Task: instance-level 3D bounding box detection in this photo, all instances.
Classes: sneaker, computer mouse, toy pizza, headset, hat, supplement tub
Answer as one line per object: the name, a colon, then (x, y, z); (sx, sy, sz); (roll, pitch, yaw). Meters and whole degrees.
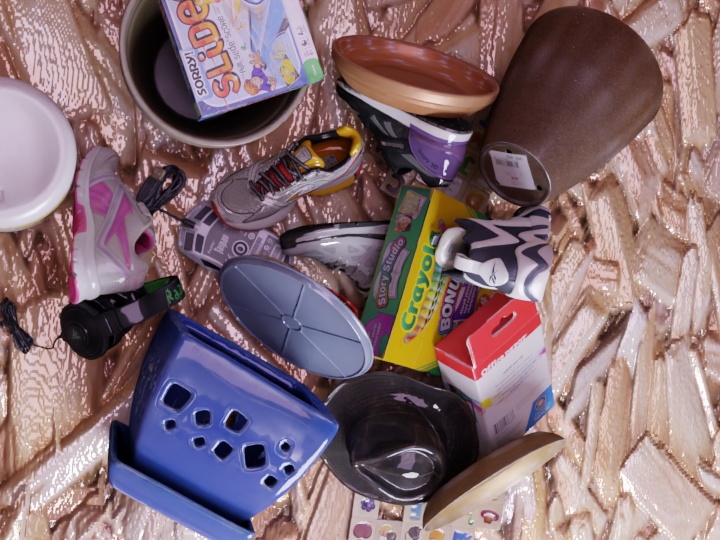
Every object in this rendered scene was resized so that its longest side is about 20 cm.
sneaker: (-0.083, -0.115, 1.206); (0.199, 0.082, 0.078); (-30, 75, -22)
sneaker: (0.000, 0.000, 1.237); (0.199, 0.076, 0.116); (-4, 93, -30)
computer mouse: (-0.173, -0.035, 1.219); (0.199, 0.044, 0.110); (29, 77, -9)
sneaker: (0.146, -0.034, 1.196); (0.129, 0.199, 0.080); (13, 120, 1)
toy pizza: (-0.069, 0.048, 1.175); (0.200, 0.200, 0.032); (41, 59, -12)
headset: (-0.292, 0.041, 1.148); (0.199, 0.124, 0.094); (-21, 100, 8)
sneaker: (0.035, -0.160, 1.221); (0.075, 0.200, 0.088); (-11, 125, -43)
sneaker: (-0.267, -0.049, 1.141); (0.088, 0.082, 0.201); (4, 55, -16)
hat: (0.039, 0.216, 1.216); (0.199, 0.081, 0.202); (2, 118, 4)
supplement tub: (-0.367, -0.113, 1.080); (0.144, 0.200, 0.146); (0, 90, -16)

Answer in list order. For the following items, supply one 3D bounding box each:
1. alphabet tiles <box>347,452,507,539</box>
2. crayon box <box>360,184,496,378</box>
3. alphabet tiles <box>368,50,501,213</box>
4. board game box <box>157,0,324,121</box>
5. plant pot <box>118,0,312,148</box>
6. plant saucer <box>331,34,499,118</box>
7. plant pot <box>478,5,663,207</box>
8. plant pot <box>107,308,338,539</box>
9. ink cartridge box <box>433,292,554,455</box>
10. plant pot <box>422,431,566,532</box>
alphabet tiles: (0.090, 0.266, 1.314); (0.199, 0.008, 0.168); (9, 88, -16)
crayon box: (0.090, 0.020, 1.242); (0.172, 0.058, 0.201); (21, 84, -48)
alphabet tiles: (0.110, -0.164, 1.315); (0.166, 0.006, 0.201); (30, 83, -14)
board game box: (-0.131, -0.266, 1.051); (0.135, 0.034, 0.201); (-21, 97, -15)
plant pot: (-0.167, -0.226, 1.149); (0.199, 0.173, 0.201); (0, 90, -16)
plant saucer: (0.060, -0.222, 1.215); (0.199, 0.200, 0.038); (9, 116, -16)
plant pot: (0.224, -0.173, 1.224); (0.187, 0.187, 0.200); (47, 59, -11)
plant pot: (-0.165, 0.174, 1.146); (0.199, 0.200, 0.180); (33, 88, -14)
ink cartridge box: (0.158, 0.112, 1.243); (0.116, 0.067, 0.201); (-37, 131, -26)
plant pot: (0.153, 0.244, 1.241); (0.199, 0.200, 0.028); (-28, 70, -14)
